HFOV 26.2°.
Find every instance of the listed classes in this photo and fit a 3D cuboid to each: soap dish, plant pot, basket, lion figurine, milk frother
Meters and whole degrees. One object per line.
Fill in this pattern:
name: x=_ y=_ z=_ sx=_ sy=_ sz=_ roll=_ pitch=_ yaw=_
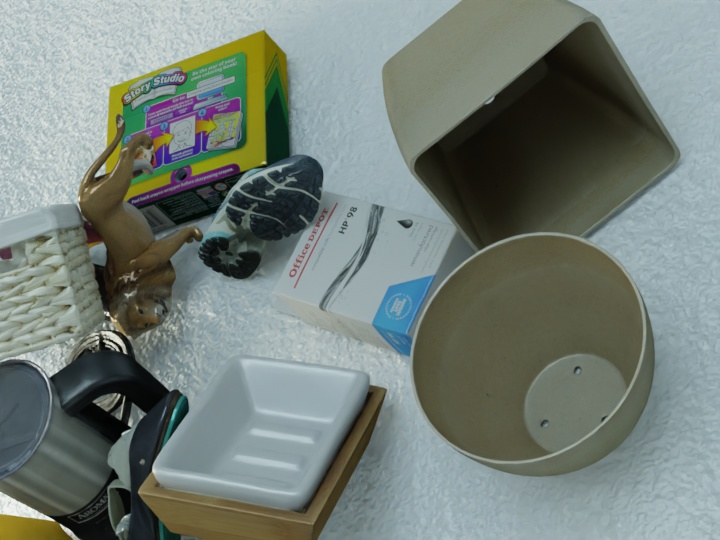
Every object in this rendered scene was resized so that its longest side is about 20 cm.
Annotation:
soap dish: x=-0.079 y=0.160 z=1.347 sx=0.157 sy=0.082 sz=0.200 roll=7 pitch=31 yaw=18
plant pot: x=0.133 y=-0.143 z=1.399 sx=0.200 sy=0.200 sz=0.177 roll=-38 pitch=41 yaw=5
plant pot: x=0.159 y=0.087 z=1.282 sx=0.199 sy=0.134 sz=0.201 roll=-13 pitch=58 yaw=23
basket: x=-0.321 y=0.013 z=1.452 sx=0.135 sy=0.200 sz=0.124 roll=-16 pitch=93 yaw=-2
lion figurine: x=-0.233 y=-0.041 z=1.536 sx=0.122 sy=0.201 sz=0.072 roll=-35 pitch=17 yaw=-21
milk frother: x=-0.287 y=0.130 z=1.470 sx=0.200 sy=0.188 sz=0.181 roll=35 pitch=83 yaw=38

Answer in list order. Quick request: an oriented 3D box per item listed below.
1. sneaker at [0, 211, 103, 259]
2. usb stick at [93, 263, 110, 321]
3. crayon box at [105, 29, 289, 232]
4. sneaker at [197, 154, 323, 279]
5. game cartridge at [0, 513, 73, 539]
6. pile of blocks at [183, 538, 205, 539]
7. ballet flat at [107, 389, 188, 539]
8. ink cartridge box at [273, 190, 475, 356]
sneaker: x=-0.327 y=-0.004 z=1.607 sx=0.199 sy=0.075 sz=0.091 roll=-14 pitch=85 yaw=26
usb stick: x=-0.311 y=0.014 z=1.646 sx=0.199 sy=0.033 sz=0.056 roll=13 pitch=79 yaw=33
crayon box: x=-0.173 y=-0.143 z=1.640 sx=0.199 sy=0.058 sz=0.173 roll=-16 pitch=56 yaw=22
sneaker: x=-0.097 y=-0.073 z=1.507 sx=0.200 sy=0.077 sz=0.087 roll=-37 pitch=32 yaw=50
game cartridge: x=-0.324 y=0.265 z=1.394 sx=0.200 sy=0.176 sz=0.033 roll=25 pitch=99 yaw=58
pile of blocks: x=-0.125 y=0.264 z=1.399 sx=0.200 sy=0.082 sz=0.062 roll=-37 pitch=9 yaw=-6
ballet flat: x=-0.196 y=0.190 z=1.395 sx=0.073 sy=0.201 sz=0.073 roll=5 pitch=30 yaw=-3
ink cartridge box: x=0.000 y=0.000 z=1.460 sx=0.199 sy=0.067 sz=0.116 roll=16 pitch=73 yaw=35
